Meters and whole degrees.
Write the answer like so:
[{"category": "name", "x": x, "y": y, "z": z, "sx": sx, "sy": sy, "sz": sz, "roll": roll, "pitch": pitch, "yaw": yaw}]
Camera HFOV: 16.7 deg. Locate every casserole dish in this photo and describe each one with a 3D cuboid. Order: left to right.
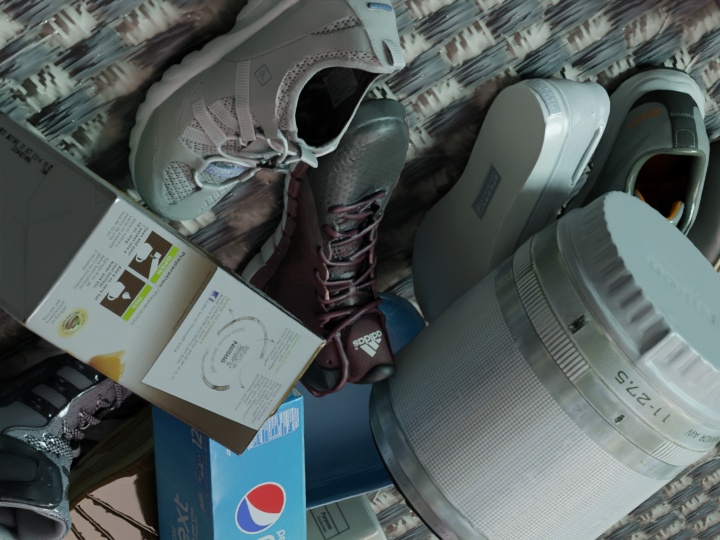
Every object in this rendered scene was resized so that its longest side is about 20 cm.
[{"category": "casserole dish", "x": -0.038, "y": 0.085, "z": 1.519, "sx": 0.199, "sy": 0.122, "sz": 0.039, "roll": -15, "pitch": -178, "yaw": -12}]

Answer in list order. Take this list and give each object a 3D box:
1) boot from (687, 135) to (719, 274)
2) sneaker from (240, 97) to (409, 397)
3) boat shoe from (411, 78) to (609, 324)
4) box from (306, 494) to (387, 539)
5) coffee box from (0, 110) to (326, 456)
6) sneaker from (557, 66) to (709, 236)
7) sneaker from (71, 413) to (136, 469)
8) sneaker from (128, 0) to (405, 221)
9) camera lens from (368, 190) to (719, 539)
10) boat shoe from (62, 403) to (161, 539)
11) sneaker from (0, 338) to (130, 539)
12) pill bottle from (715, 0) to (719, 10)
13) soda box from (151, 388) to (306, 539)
[{"category": "boot", "x": 0.158, "y": -0.013, "z": 1.584, "sx": 0.138, "sy": 0.078, "sz": 0.200, "roll": 7, "pitch": 131, "yaw": -35}, {"category": "sneaker", "x": 0.000, "y": 0.000, "z": 1.401, "sx": 0.075, "sy": 0.116, "sz": 0.200, "roll": -12, "pitch": 149, "yaw": -28}, {"category": "boat shoe", "x": 0.091, "y": -0.041, "z": 1.480, "sx": 0.068, "sy": 0.072, "sz": 0.200, "roll": -9, "pitch": 138, "yaw": -32}, {"category": "box", "x": -0.091, "y": 0.182, "z": 1.614, "sx": 0.200, "sy": 0.128, "sz": 0.109, "roll": -27, "pitch": 153, "yaw": -2}, {"category": "coffee box", "x": -0.123, "y": 0.008, "z": 1.258, "sx": 0.080, "sy": 0.114, "sz": 0.200, "roll": -54, "pitch": 142, "yaw": -1}, {"category": "sneaker", "x": 0.165, "y": -0.024, "z": 1.503, "sx": 0.074, "sy": 0.079, "sz": 0.201, "roll": 4, "pitch": 127, "yaw": -12}, {"category": "sneaker", "x": -0.170, "y": 0.160, "z": 1.511, "sx": 0.199, "sy": 0.114, "sz": 0.076, "roll": -15, "pitch": 155, "yaw": -26}, {"category": "sneaker", "x": -0.051, "y": -0.079, "z": 1.250, "sx": 0.075, "sy": 0.082, "sz": 0.200, "roll": -2, "pitch": 147, "yaw": -41}, {"category": "camera lens", "x": 0.116, "y": 0.071, "z": 1.427, "sx": 0.200, "sy": 0.160, "sz": 0.160, "roll": -41, "pitch": 150, "yaw": 22}, {"category": "boat shoe", "x": -0.126, "y": 0.118, "z": 1.455, "sx": 0.201, "sy": 0.063, "sz": 0.073, "roll": -46, "pitch": 118, "yaw": -2}, {"category": "sneaker", "x": -0.169, "y": 0.093, "z": 1.387, "sx": 0.199, "sy": 0.114, "sz": 0.076, "roll": -19, "pitch": 152, "yaw": -18}, {"category": "pill bottle", "x": 0.246, "y": -0.170, "z": 1.347, "sx": 0.111, "sy": 0.111, "sz": 0.200, "roll": -33, "pitch": 153, "yaw": 8}, {"category": "soda box", "x": -0.074, "y": 0.147, "z": 1.410, "sx": 0.064, "sy": 0.068, "sz": 0.201, "roll": -19, "pitch": 127, "yaw": -28}]
